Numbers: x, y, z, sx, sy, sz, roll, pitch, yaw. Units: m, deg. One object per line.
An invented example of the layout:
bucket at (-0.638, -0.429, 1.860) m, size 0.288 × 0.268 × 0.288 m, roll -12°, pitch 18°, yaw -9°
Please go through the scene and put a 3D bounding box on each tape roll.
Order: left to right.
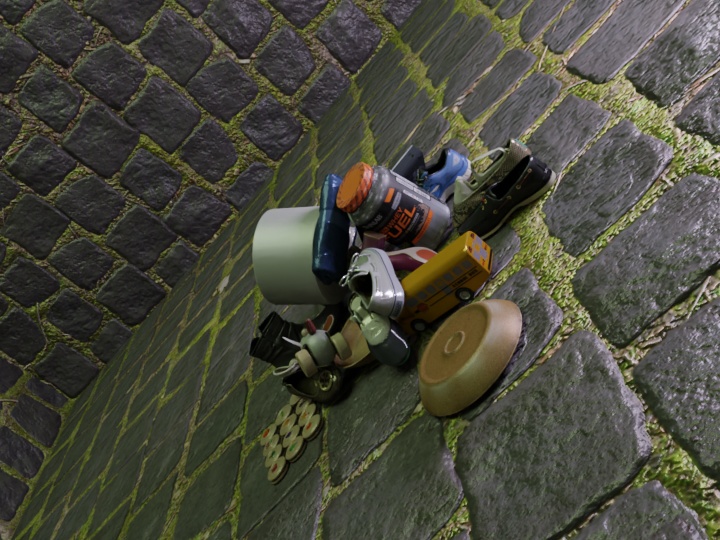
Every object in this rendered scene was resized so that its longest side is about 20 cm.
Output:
tape roll at (-0.115, -0.030, 1.708) m, size 0.138 × 0.203 × 0.203 m, roll -1°, pitch 43°, yaw 23°

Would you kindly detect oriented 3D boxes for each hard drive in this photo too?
hard drive at (0.066, -0.143, 1.709) m, size 0.200 × 0.033 × 0.140 m, roll -52°, pitch -24°, yaw -14°

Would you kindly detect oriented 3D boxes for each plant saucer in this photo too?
plant saucer at (0.028, 0.105, 1.524) m, size 0.200 × 0.035 × 0.201 m, roll -45°, pitch 19°, yaw 21°
plant saucer at (0.147, 0.115, 1.196) m, size 0.200 × 0.035 × 0.201 m, roll -44°, pitch 20°, yaw 20°

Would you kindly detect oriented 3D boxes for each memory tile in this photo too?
memory tile at (-0.134, 0.304, 1.565) m, size 0.154 × 0.017 × 0.200 m, roll -51°, pitch 18°, yaw 3°

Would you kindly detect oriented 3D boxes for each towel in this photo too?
towel at (-0.050, -0.078, 1.608) m, size 0.048 × 0.112 × 0.202 m, roll 2°, pitch 75°, yaw 17°

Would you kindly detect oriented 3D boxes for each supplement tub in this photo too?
supplement tub at (0.061, -0.118, 1.577) m, size 0.123 × 0.199 × 0.123 m, roll -45°, pitch 30°, yaw 36°

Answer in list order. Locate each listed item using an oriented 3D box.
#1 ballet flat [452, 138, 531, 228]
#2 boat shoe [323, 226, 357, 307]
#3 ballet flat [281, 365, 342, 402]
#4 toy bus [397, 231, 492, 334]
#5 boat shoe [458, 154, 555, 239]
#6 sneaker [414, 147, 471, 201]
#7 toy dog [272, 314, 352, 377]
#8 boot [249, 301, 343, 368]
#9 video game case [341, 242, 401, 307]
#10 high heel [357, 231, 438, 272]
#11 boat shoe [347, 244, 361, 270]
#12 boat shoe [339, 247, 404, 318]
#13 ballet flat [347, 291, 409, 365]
ballet flat at (0.220, -0.167, 1.511) m, size 0.200 × 0.075 × 0.068 m, roll -44°, pitch 21°, yaw 23°
boat shoe at (-0.064, -0.008, 1.835) m, size 0.072 × 0.072 × 0.201 m, roll 90°, pitch -167°, yaw -62°
ballet flat at (-0.095, 0.207, 1.542) m, size 0.200 × 0.046 × 0.068 m, roll -9°, pitch 65°, yaw 60°
toy bus at (0.130, 0.025, 1.360) m, size 0.200 × 0.078 × 0.065 m, roll -38°, pitch 22°, yaw 35°
boat shoe at (0.237, -0.121, 1.411) m, size 0.201 × 0.063 × 0.074 m, roll -41°, pitch 23°, yaw 33°
sneaker at (0.133, -0.167, 1.687) m, size 0.200 × 0.089 × 0.079 m, roll -51°, pitch 27°, yaw 5°
toy dog at (-0.093, 0.128, 1.530) m, size 0.131 × 0.097 × 0.200 m, roll -28°, pitch 9°, yaw -31°
boot at (-0.132, 0.121, 1.714) m, size 0.201 × 0.131 × 0.070 m, roll -56°, pitch 18°, yaw -8°
video game case at (0.039, -0.031, 1.775) m, size 0.200 × 0.023 × 0.183 m, roll -38°, pitch 22°, yaw 36°
high heel at (0.079, 0.002, 1.500) m, size 0.199 × 0.067 × 0.097 m, roll 24°, pitch 116°, yaw 35°
boat shoe at (0.000, 0.000, 1.655) m, size 0.065 × 0.072 × 0.200 m, roll -49°, pitch 18°, yaw -2°
boat shoe at (0.006, 0.015, 1.409) m, size 0.202 × 0.085 × 0.075 m, roll -114°, pitch 39°, yaw -58°
ballet flat at (0.021, 0.091, 1.405) m, size 0.073 × 0.073 × 0.200 m, roll -48°, pitch 30°, yaw 10°
